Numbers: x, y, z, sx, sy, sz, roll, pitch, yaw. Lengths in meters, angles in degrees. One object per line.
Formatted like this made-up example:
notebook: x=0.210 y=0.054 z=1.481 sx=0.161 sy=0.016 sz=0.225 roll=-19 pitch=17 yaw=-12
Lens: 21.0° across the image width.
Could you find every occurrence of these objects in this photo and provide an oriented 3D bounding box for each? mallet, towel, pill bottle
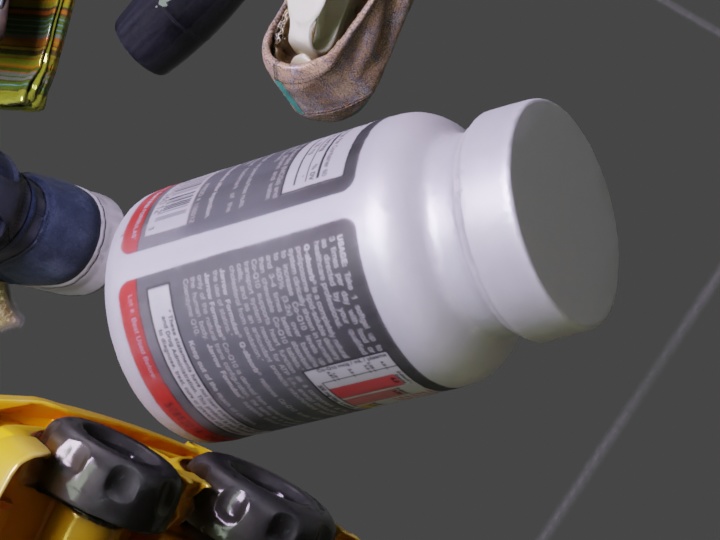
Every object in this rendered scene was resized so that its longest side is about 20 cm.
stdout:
mallet: x=-0.118 y=-0.199 z=1.001 sx=0.066 sy=0.041 sz=0.202 roll=-31 pitch=68 yaw=23
towel: x=-0.183 y=-0.186 z=1.074 sx=0.085 sy=0.018 sz=0.202 roll=7 pitch=79 yaw=36
pill bottle: x=0.000 y=0.000 z=0.821 sx=0.198 sy=0.116 sz=0.117 roll=-15 pitch=67 yaw=31

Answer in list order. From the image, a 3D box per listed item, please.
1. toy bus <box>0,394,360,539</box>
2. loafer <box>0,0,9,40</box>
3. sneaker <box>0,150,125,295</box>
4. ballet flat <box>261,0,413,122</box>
toy bus: x=-0.128 y=0.113 z=0.831 sx=0.192 sy=0.199 sz=0.137 roll=35 pitch=98 yaw=45
loafer: x=-0.198 y=-0.207 z=1.053 sx=0.072 sy=0.062 sz=0.202 roll=-38 pitch=33 yaw=56
sneaker: x=-0.237 y=-0.035 z=0.984 sx=0.201 sy=0.146 sz=0.078 roll=-1 pitch=76 yaw=36
ballet flat: x=0.009 y=-0.168 z=0.900 sx=0.068 sy=0.067 sz=0.202 roll=16 pitch=85 yaw=37
